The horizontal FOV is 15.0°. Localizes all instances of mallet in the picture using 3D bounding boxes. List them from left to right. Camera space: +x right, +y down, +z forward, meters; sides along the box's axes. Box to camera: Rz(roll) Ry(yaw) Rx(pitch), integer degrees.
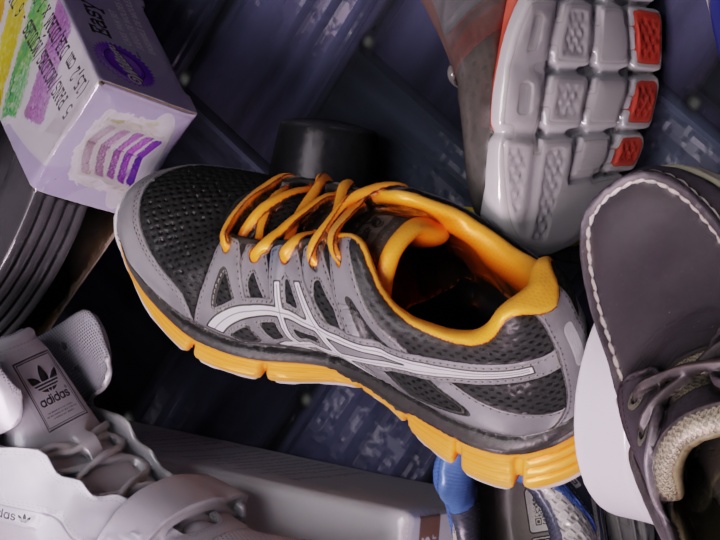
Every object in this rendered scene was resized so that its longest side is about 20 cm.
[{"bbox_3d":[0.052,-0.024,0.976,0.200,0.041,0.066,-1,87,30],"label":"mallet"}]

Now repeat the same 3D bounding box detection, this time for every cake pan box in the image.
[{"bbox_3d":[-0.154,-0.050,1.067,0.184,0.052,0.200,-54,40,25],"label":"cake pan box"}]

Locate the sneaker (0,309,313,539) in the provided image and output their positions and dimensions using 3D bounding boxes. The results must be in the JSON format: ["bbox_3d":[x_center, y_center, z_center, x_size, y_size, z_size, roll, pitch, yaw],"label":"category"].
[{"bbox_3d":[-0.088,0.077,0.949,0.200,0.075,0.115,-2,102,38],"label":"sneaker"}]

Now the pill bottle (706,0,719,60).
[{"bbox_3d":[0.163,-0.080,0.802,0.120,0.120,0.200,-34,45,30],"label":"pill bottle"}]

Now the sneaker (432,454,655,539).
[{"bbox_3d":[0.066,0.141,0.932,0.077,0.085,0.200,-24,77,32],"label":"sneaker"}]

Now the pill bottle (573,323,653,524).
[{"bbox_3d":[0.172,0.051,0.842,0.200,0.112,0.112,8,95,34],"label":"pill bottle"}]

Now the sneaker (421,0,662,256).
[{"bbox_3d":[0.053,-0.101,0.957,0.082,0.077,0.200,-7,74,45],"label":"sneaker"}]

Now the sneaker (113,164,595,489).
[{"bbox_3d":[0.000,0.000,0.922,0.200,0.078,0.077,21,144,27],"label":"sneaker"}]

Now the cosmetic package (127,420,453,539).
[{"bbox_3d":[-0.051,0.118,1.022,0.200,0.074,0.102,11,96,32],"label":"cosmetic package"}]

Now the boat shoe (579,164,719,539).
[{"bbox_3d":[0.110,0.049,0.775,0.072,0.065,0.200,-34,60,25],"label":"boat shoe"}]
